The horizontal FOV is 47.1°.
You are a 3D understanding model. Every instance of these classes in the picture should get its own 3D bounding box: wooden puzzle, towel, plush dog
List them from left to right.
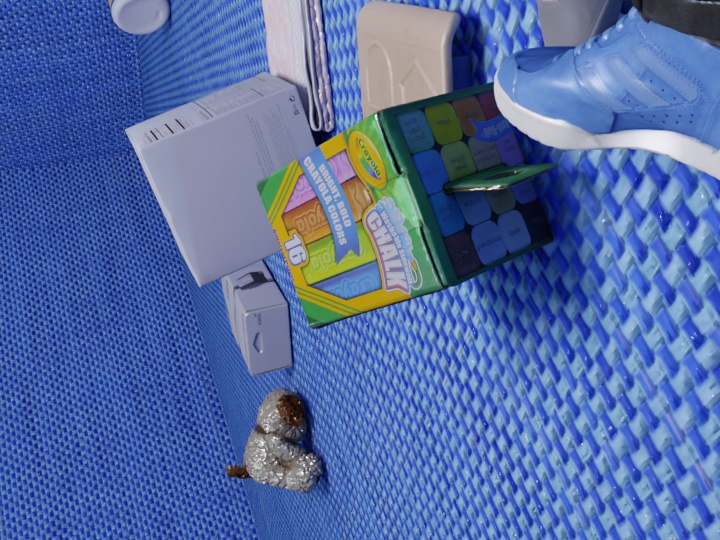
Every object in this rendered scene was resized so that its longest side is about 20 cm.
[{"bbox_3d":[-0.153,0.300,1.508,0.200,0.160,0.172,166,115,-73],"label":"plush dog"},{"bbox_3d":[-0.085,-0.279,1.054,0.191,0.032,0.201,-146,47,-66],"label":"towel"},{"bbox_3d":[0.049,-0.127,0.724,0.185,0.046,0.201,-136,43,-60],"label":"wooden puzzle"}]

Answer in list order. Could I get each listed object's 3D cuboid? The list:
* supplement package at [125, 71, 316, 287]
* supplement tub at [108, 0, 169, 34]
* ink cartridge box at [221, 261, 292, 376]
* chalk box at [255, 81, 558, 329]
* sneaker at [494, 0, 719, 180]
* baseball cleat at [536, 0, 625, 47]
[{"bbox_3d":[-0.162,-0.121,1.054,0.147,0.200,0.192,41,153,61],"label":"supplement package"},{"bbox_3d":[-0.571,-0.716,2.088,0.145,0.144,0.200,110,144,-60],"label":"supplement tub"},{"bbox_3d":[-0.198,0.079,1.557,0.200,0.083,0.146,-127,30,-54],"label":"ink cartridge box"},{"bbox_3d":[0.042,-0.050,0.585,0.200,0.125,0.124,-21,91,49],"label":"chalk box"},{"bbox_3d":[0.132,-0.107,0.365,0.200,0.077,0.111,35,148,51],"label":"sneaker"},{"bbox_3d":[0.089,-0.198,0.438,0.070,0.106,0.201,-142,43,-65],"label":"baseball cleat"}]
